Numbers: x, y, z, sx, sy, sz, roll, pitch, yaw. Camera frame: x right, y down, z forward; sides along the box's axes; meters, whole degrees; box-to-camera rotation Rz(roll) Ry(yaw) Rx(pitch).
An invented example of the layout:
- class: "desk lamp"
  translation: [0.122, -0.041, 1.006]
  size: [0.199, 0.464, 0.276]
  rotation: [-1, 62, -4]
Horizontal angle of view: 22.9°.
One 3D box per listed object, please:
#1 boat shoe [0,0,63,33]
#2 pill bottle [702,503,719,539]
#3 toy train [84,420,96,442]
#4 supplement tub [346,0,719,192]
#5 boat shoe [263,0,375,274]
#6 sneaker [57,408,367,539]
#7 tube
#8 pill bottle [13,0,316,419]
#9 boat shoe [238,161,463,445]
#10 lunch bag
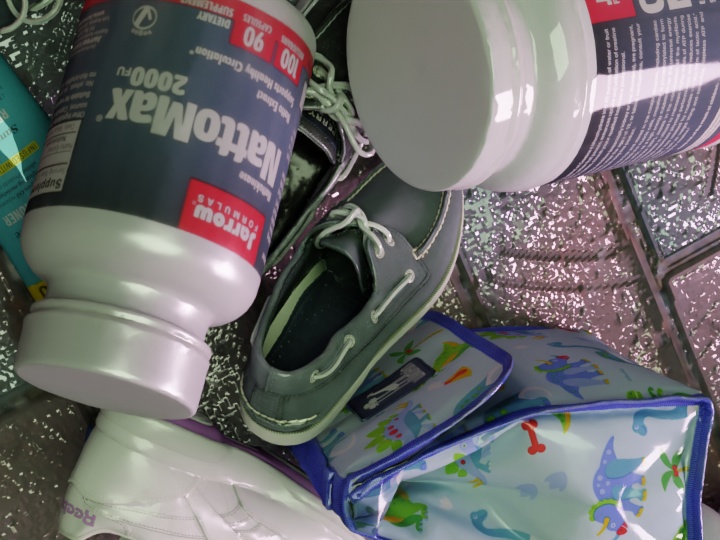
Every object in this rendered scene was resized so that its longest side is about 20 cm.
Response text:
- class: "boat shoe"
  translation: [-0.167, -0.157, 0.862]
  size: [0.199, 0.062, 0.075]
  rotation: [-35, 107, -17]
- class: "pill bottle"
  translation: [0.163, 0.198, 1.032]
  size: [0.199, 0.109, 0.110]
  rotation: [-18, 103, -14]
- class: "toy train"
  translation: [-0.121, 0.030, 0.962]
  size: [0.045, 0.034, 0.202]
  rotation: [4, 96, -14]
- class: "supplement tub"
  translation: [0.107, -0.119, 0.929]
  size: [0.199, 0.140, 0.142]
  rotation: [-14, 102, -33]
- class: "boat shoe"
  translation: [-0.026, -0.083, 0.955]
  size: [0.073, 0.068, 0.200]
  rotation: [37, 87, -18]
- class: "sneaker"
  translation: [-0.078, 0.137, 0.955]
  size: [0.199, 0.075, 0.100]
  rotation: [32, 85, -35]
- class: "tube"
  translation: [-0.168, -0.039, 0.921]
  size: [0.077, 0.050, 0.201]
  rotation: [-32, 102, 11]
- class: "pill bottle"
  translation: [-0.098, -0.036, 0.863]
  size: [0.119, 0.119, 0.202]
  rotation: [18, 74, -18]
- class: "boat shoe"
  translation: [0.000, 0.000, 0.941]
  size: [0.072, 0.062, 0.201]
  rotation: [25, 60, 16]
- class: "lunch bag"
  translation: [0.064, 0.095, 0.955]
  size: [0.198, 0.170, 0.129]
  rotation: [-3, 100, -14]
